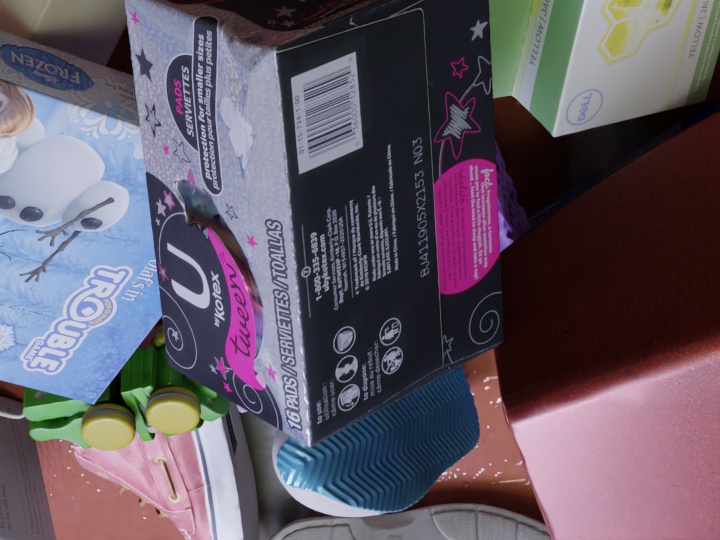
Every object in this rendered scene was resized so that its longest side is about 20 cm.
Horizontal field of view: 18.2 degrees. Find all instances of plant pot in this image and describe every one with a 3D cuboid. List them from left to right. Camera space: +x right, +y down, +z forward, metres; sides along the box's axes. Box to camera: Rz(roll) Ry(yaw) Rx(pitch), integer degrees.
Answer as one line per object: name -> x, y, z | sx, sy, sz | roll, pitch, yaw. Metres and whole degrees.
plant pot -> 0.166, 0.059, 1.129 | 0.176, 0.200, 0.200 | -18, 122, 8

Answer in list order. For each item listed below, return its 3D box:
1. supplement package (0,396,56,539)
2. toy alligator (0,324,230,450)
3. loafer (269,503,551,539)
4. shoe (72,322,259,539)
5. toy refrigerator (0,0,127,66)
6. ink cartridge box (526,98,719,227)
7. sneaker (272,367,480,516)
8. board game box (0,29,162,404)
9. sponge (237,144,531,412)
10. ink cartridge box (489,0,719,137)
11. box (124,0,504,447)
supplement package -> -0.294, 0.128, 1.303 | 0.200, 0.117, 0.117 | 23, 127, -40
toy alligator -> -0.144, 0.079, 1.277 | 0.200, 0.059, 0.054 | -15, 136, 14
loafer -> 0.040, 0.183, 1.420 | 0.199, 0.072, 0.063 | 3, 171, -1
shoe -> -0.118, 0.117, 1.361 | 0.091, 0.072, 0.200 | -5, 122, 7
toy refrigerator -> -0.153, -0.159, 1.130 | 0.070, 0.076, 0.200 | 45, 126, 18
ink cartridge box -> 0.183, -0.001, 1.260 | 0.200, 0.076, 0.136 | -32, 121, 21
sneaker -> -0.003, 0.100, 1.274 | 0.081, 0.200, 0.077 | -17, 88, 26
board game box -> -0.179, -0.027, 1.152 | 0.199, 0.043, 0.200 | 16, 131, -30
sponge -> 0.000, 0.000, 1.244 | 0.200, 0.030, 0.112 | -18, 97, 27
ink cartridge box -> 0.098, -0.135, 1.117 | 0.200, 0.048, 0.146 | -16, 135, -30
box -> -0.021, -0.045, 1.046 | 0.132, 0.115, 0.200 | -26, 125, -34
